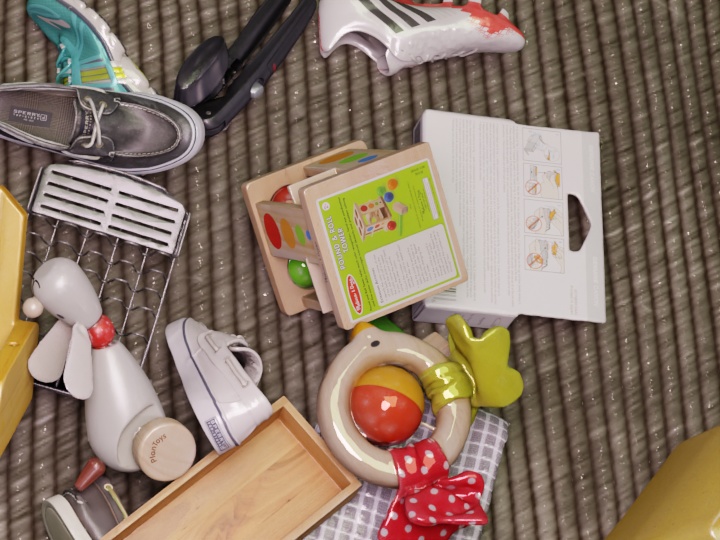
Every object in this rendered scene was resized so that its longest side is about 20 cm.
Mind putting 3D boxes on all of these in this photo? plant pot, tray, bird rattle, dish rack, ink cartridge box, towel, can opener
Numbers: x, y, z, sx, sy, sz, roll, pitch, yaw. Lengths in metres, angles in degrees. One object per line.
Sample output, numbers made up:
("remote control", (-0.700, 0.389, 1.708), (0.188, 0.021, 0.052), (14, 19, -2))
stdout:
("plant pot", (0.331, 0.243, 1.700), (0.194, 0.200, 0.196), (41, 63, 5))
("tray", (-0.106, 0.200, 1.614), (0.200, 0.037, 0.099), (-37, 77, -24))
("bird rattle", (0.040, 0.128, 1.641), (0.162, 0.113, 0.201), (24, 74, -3))
("dish rack", (-0.232, 0.009, 1.709), (0.153, 0.055, 0.201), (17, 81, -7))
("ink cartridge box", (0.136, -0.044, 1.854), (0.173, 0.044, 0.201), (7, 66, -13))
("towel", (0.028, 0.195, 1.704), (0.165, 0.086, 0.201), (18, 65, -6))
("can opener", (-0.101, -0.195, 1.846), (0.063, 0.079, 0.200), (35, 54, 10))

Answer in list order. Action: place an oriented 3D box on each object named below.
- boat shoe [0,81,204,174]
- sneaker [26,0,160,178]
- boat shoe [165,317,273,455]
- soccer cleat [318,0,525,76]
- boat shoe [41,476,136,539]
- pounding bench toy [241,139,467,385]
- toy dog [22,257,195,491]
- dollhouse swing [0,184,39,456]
("boat shoe", (-0.237, -0.123, 1.731), (0.199, 0.071, 0.073), (5, 91, 8))
("sneaker", (-0.241, -0.170, 1.794), (0.079, 0.078, 0.200), (-34, 80, -15))
("boat shoe", (-0.114, 0.083, 1.662), (0.065, 0.200, 0.072), (-28, 110, -2))
("soccer cleat", (0.056, -0.220, 1.897), (0.199, 0.069, 0.086), (12, 74, -6))
("boat shoe", (-0.184, 0.261, 1.627), (0.060, 0.072, 0.202), (-27, 82, -30))
("pounding bench toy", (0.000, 0.000, 1.750), (0.124, 0.156, 0.201), (-22, 103, -23))
("toy dog", (-0.220, 0.096, 1.601), (0.096, 0.132, 0.200), (-36, 93, -17))
("dollhouse swing", (-0.366, 0.035, 1.586), (0.199, 0.177, 0.182), (7, 23, 2))
